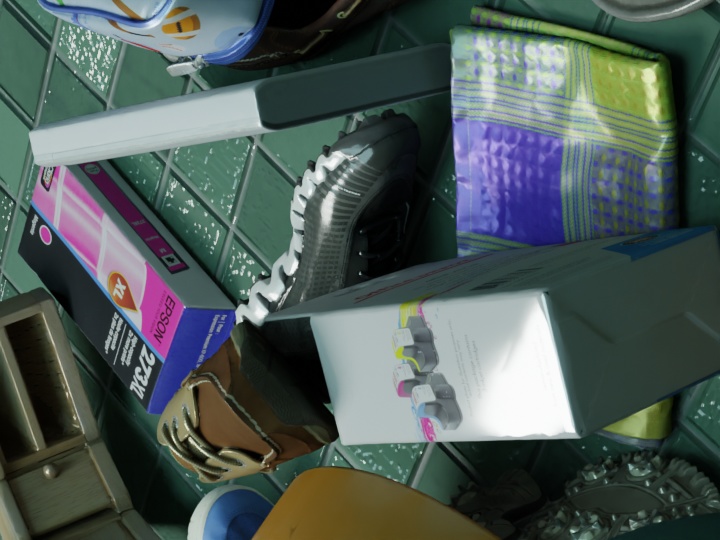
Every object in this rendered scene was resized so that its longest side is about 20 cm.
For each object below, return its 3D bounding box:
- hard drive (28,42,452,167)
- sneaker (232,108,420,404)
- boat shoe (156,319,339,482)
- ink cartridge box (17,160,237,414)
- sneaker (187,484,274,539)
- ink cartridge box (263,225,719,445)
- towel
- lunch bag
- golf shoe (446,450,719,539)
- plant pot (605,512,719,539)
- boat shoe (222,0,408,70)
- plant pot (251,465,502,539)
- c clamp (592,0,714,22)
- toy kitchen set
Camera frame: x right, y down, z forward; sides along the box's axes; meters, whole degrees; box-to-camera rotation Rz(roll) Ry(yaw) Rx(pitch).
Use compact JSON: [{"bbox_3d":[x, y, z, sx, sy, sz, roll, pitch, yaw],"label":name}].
[{"bbox_3d":[-0.063,-0.084,1.093,0.200,0.132,0.026,-4,100,50],"label":"hard drive"},{"bbox_3d":[0.000,0.000,1.109,0.091,0.066,0.200,51,140,19],"label":"sneaker"},{"bbox_3d":[-0.061,0.076,1.063,0.076,0.074,0.200,49,174,1],"label":"boat shoe"},{"bbox_3d":[-0.137,0.016,1.295,0.200,0.037,0.095,45,134,26],"label":"ink cartridge box"},{"bbox_3d":[-0.024,0.213,1.200,0.111,0.077,0.200,-10,100,56],"label":"sneaker"},{"bbox_3d":[0.061,0.032,0.972,0.200,0.115,0.068,-7,99,51],"label":"ink cartridge box"},{"bbox_3d":[0.096,-0.018,1.021,0.144,0.023,0.200,21,119,44],"label":"towel"},{"bbox_3d":[-0.082,-0.198,1.057,0.160,0.076,0.200,17,89,50],"label":"lunch bag"},{"bbox_3d":[0.117,0.147,1.037,0.200,0.078,0.097,-13,112,55],"label":"golf shoe"},{"bbox_3d":[0.148,0.192,0.900,0.141,0.200,0.141,45,134,29],"label":"plant pot"},{"bbox_3d":[-0.033,-0.148,1.085,0.200,0.070,0.070,-21,91,52],"label":"boat shoe"},{"bbox_3d":[-0.002,0.228,1.022,0.200,0.183,0.200,29,153,16],"label":"plant pot"},{"bbox_3d":[0.136,-0.204,0.900,0.171,0.027,0.200,10,111,47],"label":"c clamp"},{"bbox_3d":[-0.218,0.139,1.265,0.200,0.163,0.181,27,136,67],"label":"toy kitchen set"}]
